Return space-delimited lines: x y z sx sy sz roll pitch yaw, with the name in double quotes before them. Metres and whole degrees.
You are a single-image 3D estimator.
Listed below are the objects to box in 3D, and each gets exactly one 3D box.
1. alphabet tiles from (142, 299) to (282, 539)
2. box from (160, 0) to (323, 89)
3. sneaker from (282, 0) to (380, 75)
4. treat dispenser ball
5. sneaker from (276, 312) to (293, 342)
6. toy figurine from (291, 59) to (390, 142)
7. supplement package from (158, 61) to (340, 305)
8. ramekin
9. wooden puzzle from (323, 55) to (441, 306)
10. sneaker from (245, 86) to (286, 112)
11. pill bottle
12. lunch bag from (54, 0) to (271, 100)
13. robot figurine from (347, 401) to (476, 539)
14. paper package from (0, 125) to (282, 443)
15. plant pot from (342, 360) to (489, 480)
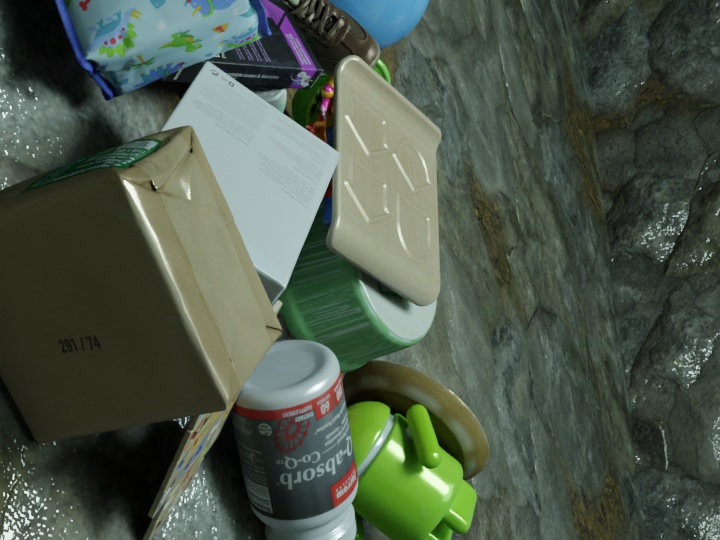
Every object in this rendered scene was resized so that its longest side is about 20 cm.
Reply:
"alphabet tiles" -0.133 0.139 0.943 0.007 0.202 0.168 28 30 3
"box" -0.144 -0.251 1.116 0.198 0.036 0.144 -8 61 -47
"sneaker" -0.067 -0.288 1.243 0.071 0.198 0.076 -54 164 -6
"treat dispenser ball" -0.003 -0.385 1.429 0.201 0.198 0.204 41 42 -53
"sneaker" -0.087 0.085 1.162 0.105 0.074 0.202 -79 151 -52
"toy figurine" -0.037 -0.129 1.295 0.201 0.148 0.186 108 3 -55
"supplement package" -0.135 -0.042 0.965 0.151 0.151 0.201 33 38 -11
"ramekin" 0.000 0.000 1.173 0.199 0.096 0.204 31 51 -49
"wooden puzzle" 0.019 -0.084 1.109 0.184 0.046 0.204 32 55 -48
"sneaker" -0.139 -0.224 1.236 0.119 0.072 0.203 105 -31 -56
"pill bottle" -0.063 0.182 1.096 0.116 0.114 0.203 -57 142 -58
"lunch bag" -0.190 -0.278 0.964 0.128 0.167 0.203 91 -24 -81
"robot figurine" 0.036 0.230 1.247 0.199 0.176 0.116 38 31 -4
"paper package" -0.187 0.015 0.818 0.193 0.197 0.104 67 30 -19
"plant pot" 0.057 0.188 1.305 0.028 0.197 0.202 -52 128 -36
